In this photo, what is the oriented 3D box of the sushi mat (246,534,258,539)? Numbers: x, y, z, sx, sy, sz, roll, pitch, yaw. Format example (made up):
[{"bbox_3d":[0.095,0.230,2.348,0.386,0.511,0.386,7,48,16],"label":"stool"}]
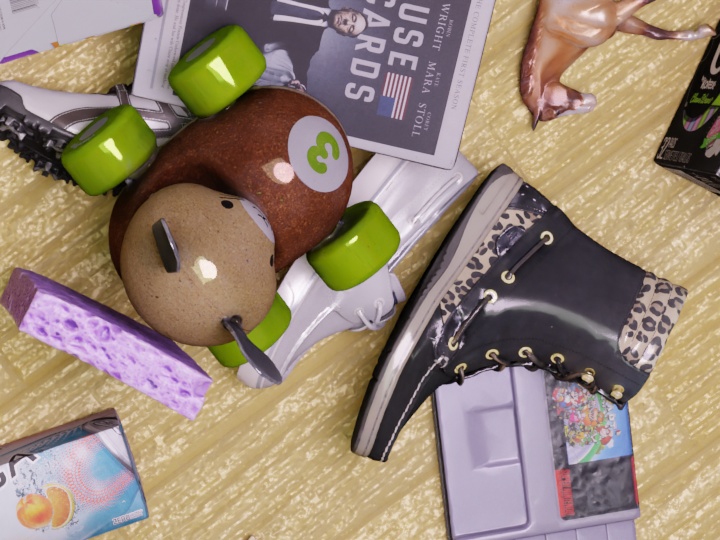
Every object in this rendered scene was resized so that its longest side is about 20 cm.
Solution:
[{"bbox_3d":[-0.096,0.273,1.471,0.096,0.012,0.200,41,87,-10],"label":"sushi mat"}]

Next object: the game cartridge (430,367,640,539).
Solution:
[{"bbox_3d":[0.113,0.102,1.482,0.129,0.038,0.201,-8,97,-5],"label":"game cartridge"}]

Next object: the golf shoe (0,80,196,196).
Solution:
[{"bbox_3d":[-0.135,-0.091,1.405,0.199,0.078,0.095,20,75,-13],"label":"golf shoe"}]

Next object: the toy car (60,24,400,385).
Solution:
[{"bbox_3d":[-0.074,-0.017,1.270,0.157,0.200,0.165,-35,107,10],"label":"toy car"}]

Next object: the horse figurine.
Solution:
[{"bbox_3d":[0.150,-0.196,1.431,0.132,0.050,0.201,-12,120,4],"label":"horse figurine"}]

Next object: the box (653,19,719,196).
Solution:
[{"bbox_3d":[0.295,-0.129,1.429,0.124,0.149,0.201,26,92,-10],"label":"box"}]

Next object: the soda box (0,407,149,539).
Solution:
[{"bbox_3d":[-0.234,0.149,1.404,0.199,0.068,0.064,-19,99,-7],"label":"soda box"}]

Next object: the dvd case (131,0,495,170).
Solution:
[{"bbox_3d":[-0.024,-0.152,1.336,0.199,0.025,0.151,13,113,0],"label":"dvd case"}]

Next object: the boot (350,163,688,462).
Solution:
[{"bbox_3d":[0.098,0.055,1.415,0.153,0.073,0.204,30,80,-2],"label":"boot"}]

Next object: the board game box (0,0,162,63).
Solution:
[{"bbox_3d":[-0.192,-0.237,1.297,0.102,0.105,0.201,-17,60,-9],"label":"board game box"}]

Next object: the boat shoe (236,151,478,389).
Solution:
[{"bbox_3d":[0.000,0.000,1.430,0.068,0.072,0.200,35,79,5],"label":"boat shoe"}]

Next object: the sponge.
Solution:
[{"bbox_3d":[-0.153,0.039,1.341,0.111,0.200,0.030,28,89,-12],"label":"sponge"}]
